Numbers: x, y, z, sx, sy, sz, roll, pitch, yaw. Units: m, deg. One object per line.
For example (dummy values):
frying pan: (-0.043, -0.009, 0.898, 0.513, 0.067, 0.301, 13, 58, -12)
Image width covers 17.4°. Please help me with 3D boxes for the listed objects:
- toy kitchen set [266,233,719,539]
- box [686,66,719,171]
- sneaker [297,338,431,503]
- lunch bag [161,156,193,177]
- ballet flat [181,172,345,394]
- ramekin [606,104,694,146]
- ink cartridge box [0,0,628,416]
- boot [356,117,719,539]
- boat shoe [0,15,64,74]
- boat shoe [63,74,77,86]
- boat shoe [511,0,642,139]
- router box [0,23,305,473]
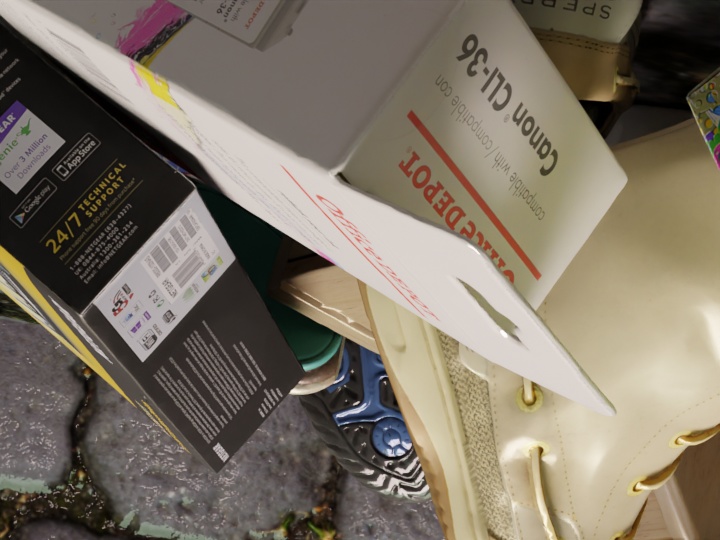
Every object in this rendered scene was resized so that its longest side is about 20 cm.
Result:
toy kitchen set: (0.076, 0.079, 0.802, 0.200, 0.181, 0.163, 28, 157, -27)
box: (0.211, 0.024, 0.566, 0.122, 0.193, 0.200, -38, 143, 28)
sneaker: (0.000, 0.000, 0.984, 0.076, 0.201, 0.077, -24, 172, 20)
lunch bag: (-0.030, 0.006, 1.229, 0.170, 0.124, 0.200, 12, 165, 35)
ballet flat: (-0.085, -0.008, 0.904, 0.200, 0.067, 0.062, 34, 151, 16)
ramekin: (0.138, -0.006, 0.993, 0.202, 0.095, 0.202, 10, 174, 1)
ink cartridge box: (-0.006, -0.048, 0.633, 0.200, 0.068, 0.116, 32, 172, 34)
boot: (0.100, 0.045, 0.713, 0.155, 0.200, 0.073, -16, -160, 16)
boat shoe: (-0.033, -0.073, 0.811, 0.200, 0.071, 0.064, 17, 172, -29)
boat shoe: (-0.124, -0.075, 1.004, 0.065, 0.072, 0.200, 52, 165, -8)
boat shoe: (0.052, -0.066, 0.745, 0.074, 0.067, 0.200, 10, 173, 5)
router box: (-0.105, -0.022, 0.765, 0.157, 0.052, 0.200, 40, 171, 18)
